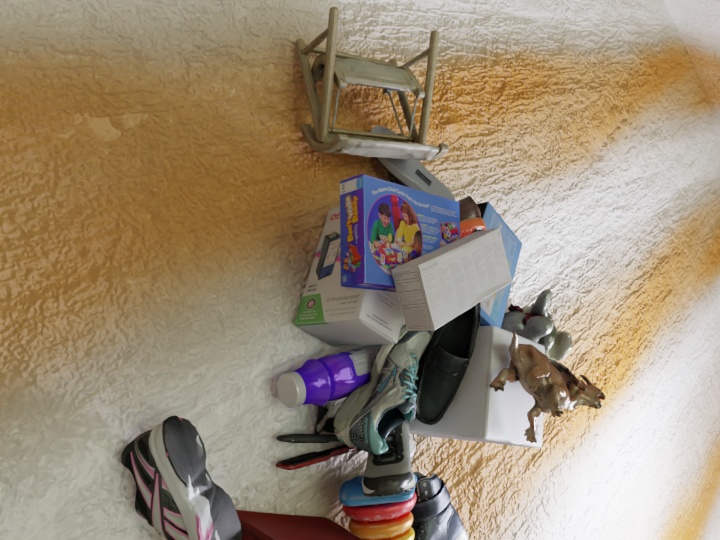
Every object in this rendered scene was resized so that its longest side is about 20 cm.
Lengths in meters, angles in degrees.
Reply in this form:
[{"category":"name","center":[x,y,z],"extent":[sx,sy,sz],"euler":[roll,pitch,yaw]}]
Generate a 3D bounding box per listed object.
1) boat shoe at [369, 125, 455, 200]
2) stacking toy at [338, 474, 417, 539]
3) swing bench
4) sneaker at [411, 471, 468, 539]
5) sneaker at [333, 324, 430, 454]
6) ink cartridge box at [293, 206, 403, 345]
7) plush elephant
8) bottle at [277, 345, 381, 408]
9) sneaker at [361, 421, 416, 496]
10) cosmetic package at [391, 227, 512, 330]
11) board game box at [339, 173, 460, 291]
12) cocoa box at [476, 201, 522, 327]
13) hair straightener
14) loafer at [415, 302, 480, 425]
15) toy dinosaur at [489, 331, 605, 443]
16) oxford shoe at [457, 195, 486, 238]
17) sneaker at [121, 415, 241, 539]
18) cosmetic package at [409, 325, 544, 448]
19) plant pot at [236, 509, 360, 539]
[{"category":"boat shoe","center":[0.080,-0.163,0.998],"extent":[0.200,0.057,0.069],"euler":[45,52,-7]},{"category":"stacking toy","center":[0.037,0.399,0.813],"extent":[0.116,0.108,0.203],"euler":[29,53,-79]},{"category":"swing bench","center":[0.017,-0.268,0.889],"extent":[0.197,0.129,0.203],"euler":[-1,86,-32]},{"category":"sneaker","center":[0.073,0.406,0.896],"extent":[0.201,0.077,0.148],"euler":[-24,96,-39]},{"category":"sneaker","center":[0.053,0.167,0.793],"extent":[0.201,0.086,0.078],"euler":[-55,135,-18]},{"category":"ink cartridge box","center":[0.000,0.000,0.838],"extent":[0.087,0.144,0.202],"euler":[35,61,-35]},{"category":"plush elephant","center":[0.341,0.107,1.152],"extent":[0.154,0.164,0.202],"euler":[-27,131,-30]},{"category":"bottle","center":[-0.029,0.151,0.829],"extent":[0.199,0.083,0.066],"euler":[-7,77,-44]},{"category":"sneaker","center":[0.037,0.253,0.805],"extent":[0.200,0.073,0.080],"euler":[-51,131,-81]},{"category":"cosmetic package","center":[0.127,0.007,0.760],"extent":[0.199,0.050,0.084],"euler":[-22,102,-44]},{"category":"board game box","center":[0.060,-0.040,0.768],"extent":[0.199,0.044,0.136],"euler":[8,79,-44]},{"category":"cocoa box","center":[0.189,0.000,1.033],"extent":[0.133,0.130,0.202],"euler":[42,57,-32]},{"category":"hair straightener","center":[-0.040,0.235,0.834],"extent":[0.199,0.041,0.078],"euler":[5,80,-44]},{"category":"loafer","center":[0.124,0.127,0.830],"extent":[0.067,0.070,0.203],"euler":[20,86,3]},{"category":"toy dinosaur","center":[0.266,0.154,0.844],"extent":[0.201,0.085,0.136],"euler":[51,44,-12]},{"category":"oxford shoe","center":[0.105,-0.072,0.957],"extent":[0.197,0.071,0.073],"euler":[-13,71,-2]},{"category":"sneaker","center":[-0.203,0.267,0.641],"extent":[0.202,0.086,0.080],"euler":[70,17,3]},{"category":"cosmetic package","center":[0.174,0.193,0.940],"extent":[0.166,0.199,0.168],"euler":[22,69,-41]},{"category":"plant pot","center":[-0.070,0.415,0.682],"extent":[0.199,0.175,0.202],"euler":[25,67,-39]}]
